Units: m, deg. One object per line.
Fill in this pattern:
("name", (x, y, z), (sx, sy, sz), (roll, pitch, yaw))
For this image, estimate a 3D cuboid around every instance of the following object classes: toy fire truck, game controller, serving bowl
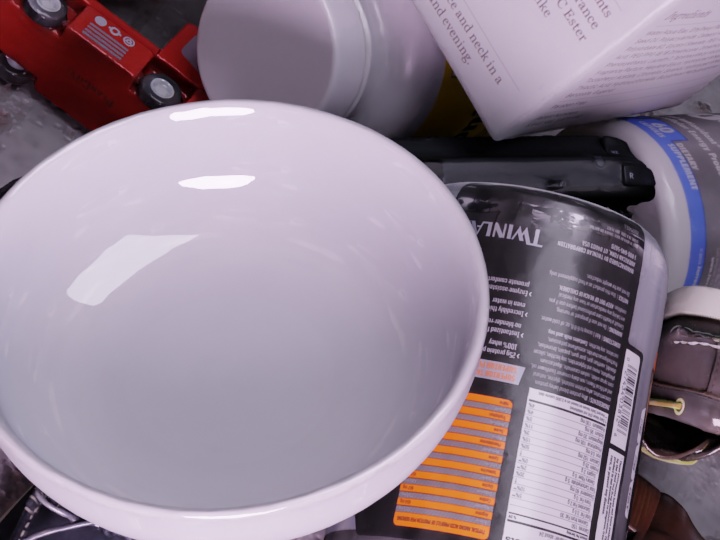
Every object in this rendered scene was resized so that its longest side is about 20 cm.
("toy fire truck", (-0.138, -0.146, 0.942), (0.200, 0.049, 0.141), (36, 42, -3))
("game controller", (0.032, -0.037, 0.887), (0.199, 0.104, 0.042), (-1, 82, -17))
("serving bowl", (-0.051, 0.027, 0.732), (0.199, 0.066, 0.201), (-1, 49, 1))

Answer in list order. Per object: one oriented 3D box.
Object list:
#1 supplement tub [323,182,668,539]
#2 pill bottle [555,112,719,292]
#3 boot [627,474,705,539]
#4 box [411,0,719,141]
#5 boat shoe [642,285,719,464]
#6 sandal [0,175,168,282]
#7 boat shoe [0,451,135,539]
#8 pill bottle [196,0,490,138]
("supplement tub", (0.054, 0.075, 0.792), (0.122, 0.122, 0.201), (19, 72, -19))
("pill bottle", (0.192, -0.027, 1.014), (0.199, 0.114, 0.114), (-6, 58, -37))
("boot", (0.172, 0.201, 0.853), (0.200, 0.064, 0.187), (37, 45, -8))
("box", (0.105, -0.185, 0.902), (0.200, 0.131, 0.200), (-15, 72, -54))
("boat shoe", (0.143, 0.056, 0.881), (0.071, 0.201, 0.061), (16, 78, 0))
("sandal", (-0.127, -0.015, 0.808), (0.199, 0.045, 0.075), (8, 37, -12))
("boat shoe", (-0.101, 0.103, 0.747), (0.074, 0.062, 0.200), (34, 44, -7))
("pill bottle", (0.013, -0.112, 0.943), (0.200, 0.111, 0.112), (-12, 61, -54))
